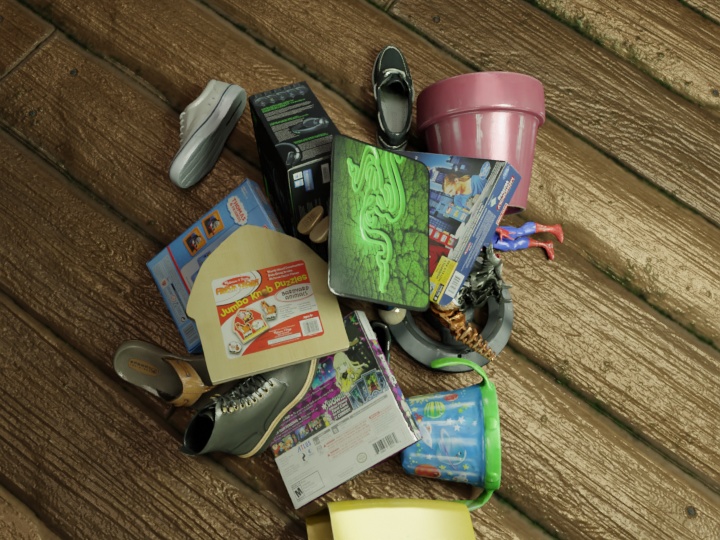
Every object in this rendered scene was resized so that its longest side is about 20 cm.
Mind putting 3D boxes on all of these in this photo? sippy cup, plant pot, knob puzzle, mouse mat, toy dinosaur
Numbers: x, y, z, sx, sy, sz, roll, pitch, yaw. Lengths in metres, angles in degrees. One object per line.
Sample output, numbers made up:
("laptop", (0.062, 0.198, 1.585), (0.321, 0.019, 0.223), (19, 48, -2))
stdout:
("sippy cup", (0.116, 0.219, 0.918), (0.127, 0.141, 0.182), (-1, 60, 5))
("plant pot", (0.046, 0.372, 0.821), (0.172, 0.201, 0.205), (-7, 70, -15))
("knob puzzle", (-0.124, 0.033, 0.880), (0.213, 0.031, 0.225), (2, 61, -4))
("mouse mat", (0.027, -0.058, 0.858), (0.158, 0.007, 0.206), (11, 71, -34))
("toy dinosaur", (0.137, 0.032, 0.974), (0.133, 0.102, 0.204), (-26, 84, -2))
("plant pot", (0.183, -0.178, 1.043), (0.194, 0.200, 0.184), (-2, 85, -6))

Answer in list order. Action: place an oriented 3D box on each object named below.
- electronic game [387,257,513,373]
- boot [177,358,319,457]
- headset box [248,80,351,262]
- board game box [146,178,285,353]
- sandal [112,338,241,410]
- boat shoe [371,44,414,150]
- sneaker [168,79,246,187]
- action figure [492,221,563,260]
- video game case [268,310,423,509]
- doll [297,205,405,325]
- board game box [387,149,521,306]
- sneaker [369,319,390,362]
("electronic game", (0.130, 0.054, 1.020), (0.194, 0.042, 0.205), (2, 62, -4))
("boot", (-0.132, 0.147, 0.859), (0.076, 0.138, 0.204), (26, 93, 28))
("headset box", (-0.081, -0.140, 0.972), (0.091, 0.177, 0.202), (-18, 47, -13))
("board game box", (-0.191, -0.005, 0.965), (0.198, 0.036, 0.153), (-37, 72, 14))
("sandal", (-0.246, 0.144, 0.928), (0.195, 0.055, 0.084), (18, 100, 2))
("boat shoe", (0.057, -0.291, 1.132), (0.073, 0.061, 0.205), (-2, 70, -6))
("sneaker", (-0.251, -0.214, 1.076), (0.069, 0.074, 0.203), (20, 60, 12))
("action figure", (0.207, -0.049, 1.054), (0.194, 0.066, 0.053), (6, 55, -5))
("video game case", (-0.040, 0.183, 0.907), (0.198, 0.036, 0.184), (-34, 71, 18))
("doll", (0.000, 0.000, 0.904), (0.049, 0.136, 0.200), (-46, 123, -6))
("board game box", (0.087, -0.080, 0.952), (0.198, 0.061, 0.203), (29, 93, 36))
("sneaker", (-0.005, 0.161, 0.946), (0.070, 0.080, 0.204), (15, 69, 1))
